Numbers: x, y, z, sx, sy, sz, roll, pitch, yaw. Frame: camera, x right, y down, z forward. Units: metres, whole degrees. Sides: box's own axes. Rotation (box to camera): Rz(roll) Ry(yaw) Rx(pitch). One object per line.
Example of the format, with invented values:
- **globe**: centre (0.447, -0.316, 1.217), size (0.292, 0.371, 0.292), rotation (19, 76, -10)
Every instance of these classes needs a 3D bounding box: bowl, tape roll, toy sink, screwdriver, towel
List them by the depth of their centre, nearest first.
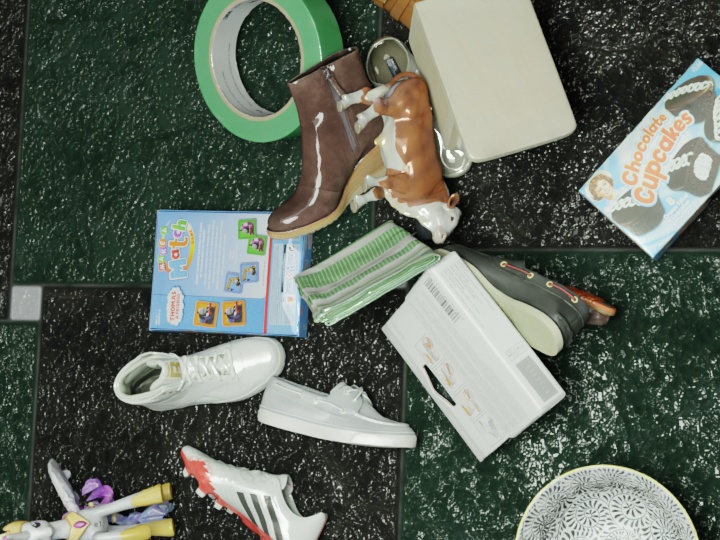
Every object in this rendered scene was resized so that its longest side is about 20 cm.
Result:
- **bowl**: centre (0.273, 0.312, 1.556), size (0.199, 0.094, 0.202), rotation (-2, 83, 17)
- **towel**: centre (0.000, 0.000, 1.622), size (0.152, 0.200, 0.023), rotation (-30, 105, -4)
- **toy sink**: centre (0.148, -0.211, 1.630), size (0.130, 0.112, 0.201), rotation (-17, 75, -7)
- **screwdriver**: centre (0.075, -0.134, 1.676), size (0.029, 0.028, 0.201), rotation (16, 112, 47)
- **tape roll**: centre (-0.113, -0.257, 1.730), size (0.199, 0.048, 0.202), rotation (8, 105, 34)

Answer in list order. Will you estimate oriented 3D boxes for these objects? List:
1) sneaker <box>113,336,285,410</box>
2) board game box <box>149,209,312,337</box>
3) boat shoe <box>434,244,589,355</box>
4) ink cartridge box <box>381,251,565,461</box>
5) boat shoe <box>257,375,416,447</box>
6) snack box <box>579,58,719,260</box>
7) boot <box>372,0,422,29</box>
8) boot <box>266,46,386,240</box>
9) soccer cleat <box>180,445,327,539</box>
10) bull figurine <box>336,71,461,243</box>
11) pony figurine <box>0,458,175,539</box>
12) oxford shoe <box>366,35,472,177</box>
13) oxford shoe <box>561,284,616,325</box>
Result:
- **sneaker**: centre (-0.196, 0.126, 1.720), size (0.199, 0.116, 0.074), rotation (-19, 77, 14)
- **board game box**: centre (-0.159, 0.003, 1.762), size (0.199, 0.037, 0.152), rotation (2, 85, 17)
- **boat shoe**: centre (0.163, 0.022, 1.576), size (0.063, 0.074, 0.201), rotation (-38, 48, -24)
- **ink cartridge box**: centre (0.122, 0.100, 1.610), size (0.045, 0.176, 0.200), rotation (-32, 79, -28)
- **boat shoe**: centre (-0.025, 0.166, 1.689), size (0.199, 0.072, 0.069), rotation (9, 86, 28)
- **snack box**: centre (0.356, -0.124, 1.608), size (0.116, 0.037, 0.200), rotation (44, 98, 18)
- **boot**: centre (0.012, -0.340, 1.714), size (0.155, 0.074, 0.200), rotation (42, 143, -8)
- **boot**: centre (-0.054, -0.147, 1.669), size (0.200, 0.072, 0.167), rotation (-34, 117, -14)
- **soccer cleat**: centre (-0.128, 0.264, 1.711), size (0.200, 0.069, 0.085), rotation (39, 87, 15)
- **bull figurine**: centre (0.047, -0.124, 1.631), size (0.121, 0.065, 0.201), rotation (-9, 87, -26)
- **pony figurine**: centre (-0.326, 0.301, 1.721), size (0.199, 0.193, 0.168), rotation (-10, 84, -3)
- **oxford shoe**: centre (0.065, -0.196, 1.701), size (0.075, 0.058, 0.201), rotation (-32, 78, 8)
- **oxford shoe**: centre (0.193, 0.047, 1.630), size (0.199, 0.071, 0.073), rotation (10, 91, 29)
